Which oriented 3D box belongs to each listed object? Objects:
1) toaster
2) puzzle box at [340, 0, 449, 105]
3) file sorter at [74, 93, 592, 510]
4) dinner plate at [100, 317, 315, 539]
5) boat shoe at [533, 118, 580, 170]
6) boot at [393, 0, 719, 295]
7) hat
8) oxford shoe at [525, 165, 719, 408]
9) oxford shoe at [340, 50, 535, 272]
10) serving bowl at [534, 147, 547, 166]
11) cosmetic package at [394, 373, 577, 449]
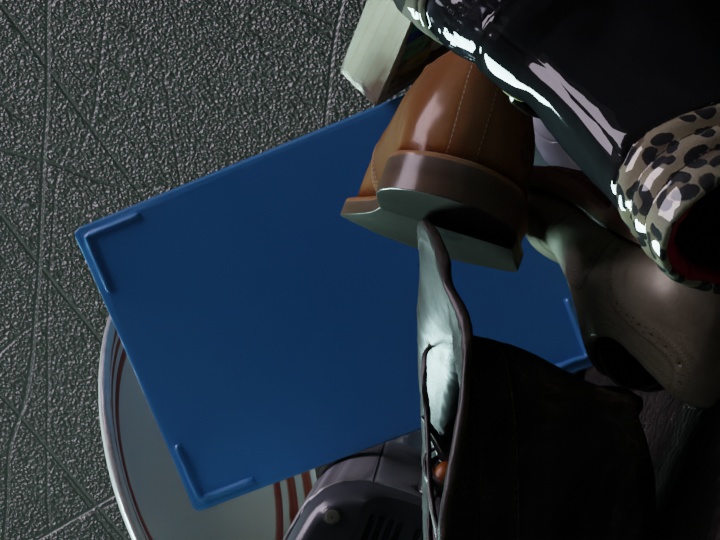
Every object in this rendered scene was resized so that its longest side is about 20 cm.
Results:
[{"bbox_3d":[0.006,0.170,1.144,0.129,0.114,0.200,-62,-8,-76],"label":"toaster"},{"bbox_3d":[0.084,-0.159,1.090,0.200,0.025,0.133,-33,-19,-31],"label":"puzzle box"},{"bbox_3d":[0.000,0.000,1.168,0.200,0.139,0.123,-21,6,14],"label":"file sorter"},{"bbox_3d":[-0.077,0.094,1.240,0.024,0.200,0.200,-17,30,25],"label":"dinner plate"},{"bbox_3d":[0.122,-0.062,1.183,0.200,0.072,0.068,-66,-36,-73],"label":"boat shoe"},{"bbox_3d":[0.121,-0.051,0.839,0.154,0.204,0.073,52,122,38],"label":"boot"},{"bbox_3d":[0.063,0.078,0.913,0.201,0.081,0.201,179,90,-90],"label":"hat"},{"bbox_3d":[0.096,0.004,0.953,0.200,0.071,0.074,-147,71,-79],"label":"oxford shoe"},{"bbox_3d":[0.038,-0.042,0.968,0.200,0.071,0.071,135,152,-80],"label":"oxford shoe"},{"bbox_3d":[0.108,-0.141,1.307,0.066,0.200,0.200,5,66,43],"label":"serving bowl"},{"bbox_3d":[0.044,0.109,1.294,0.101,0.071,0.200,-150,83,-88],"label":"cosmetic package"}]
